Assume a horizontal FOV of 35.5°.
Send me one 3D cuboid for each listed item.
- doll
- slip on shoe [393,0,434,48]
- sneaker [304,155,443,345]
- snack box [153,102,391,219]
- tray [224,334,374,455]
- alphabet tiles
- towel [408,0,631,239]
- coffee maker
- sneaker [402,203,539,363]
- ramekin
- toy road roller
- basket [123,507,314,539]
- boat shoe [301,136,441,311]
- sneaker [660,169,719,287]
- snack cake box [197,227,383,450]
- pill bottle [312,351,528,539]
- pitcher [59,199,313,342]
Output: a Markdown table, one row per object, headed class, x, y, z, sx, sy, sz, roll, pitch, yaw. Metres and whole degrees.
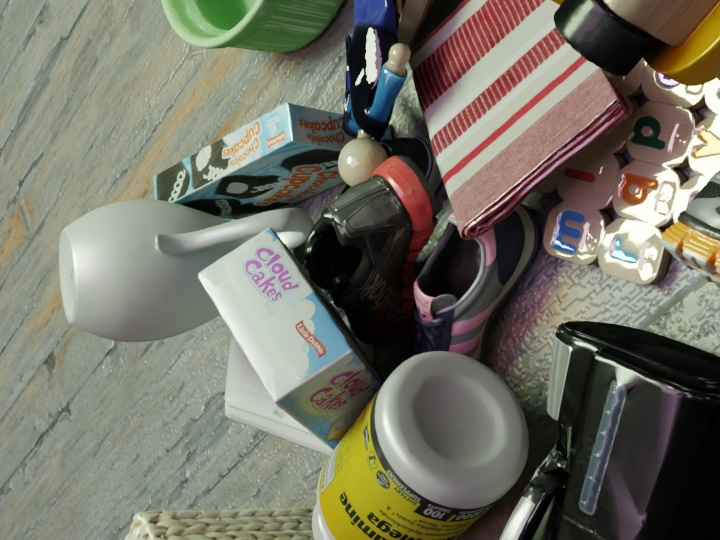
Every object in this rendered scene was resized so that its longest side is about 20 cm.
| class | x | y | z | sx | sy | sz | roll | pitch | yaw |
| --- | --- | --- | --- | --- | --- | --- | --- | --- | --- |
| doll | 0.007 | -0.162 | 0.873 | 0.136 | 0.048 | 0.202 | 155 | 117 | -72 |
| slip on shoe | 0.061 | -0.253 | 0.887 | 0.076 | 0.060 | 0.201 | -110 | 28 | -45 |
| sneaker | 0.000 | 0.000 | 0.865 | 0.071 | 0.097 | 0.201 | 52 | 155 | 26 |
| snack box | -0.079 | -0.090 | 0.985 | 0.199 | 0.115 | 0.038 | -20 | 73 | 45 |
| tray | -0.066 | 0.103 | 1.027 | 0.199 | 0.022 | 0.109 | 10 | 96 | 47 |
| alphabet tiles | 0.188 | -0.097 | 0.770 | 0.195 | 0.015 | 0.202 | 21 | 103 | 44 |
| towel | 0.104 | -0.134 | 0.806 | 0.144 | 0.023 | 0.201 | -39 | 42 | 27 |
| coffee maker | 0.185 | 0.150 | 0.693 | 0.191 | 0.134 | 0.202 | 20 | 104 | 23 |
| sneaker | 0.059 | 0.036 | 0.850 | 0.070 | 0.082 | 0.202 | 35 | 114 | 38 |
| ramekin | -0.092 | -0.296 | 1.027 | 0.199 | 0.097 | 0.202 | -4 | 84 | 47 |
| toy road roller | 0.192 | -0.192 | 0.683 | 0.123 | 0.145 | 0.201 | -52 | 31 | 32 |
| basket | -0.107 | 0.316 | 0.934 | 0.161 | 0.199 | 0.199 | 50 | 122 | 43 |
| boat shoe | -0.008 | -0.038 | 0.947 | 0.200 | 0.056 | 0.069 | -52 | 53 | 31 |
| sneaker | 0.269 | -0.006 | 0.636 | 0.199 | 0.078 | 0.078 | 30 | 89 | 36 |
| snack cake box | -0.040 | 0.061 | 0.863 | 0.067 | 0.200 | 0.115 | -33 | 67 | 0 |
| pill bottle | 0.033 | 0.154 | 0.829 | 0.113 | 0.111 | 0.200 | 67 | 149 | 26 |
| pitcher | -0.149 | -0.011 | 0.964 | 0.172 | 0.198 | 0.122 | 133 | 129 | -60 |
